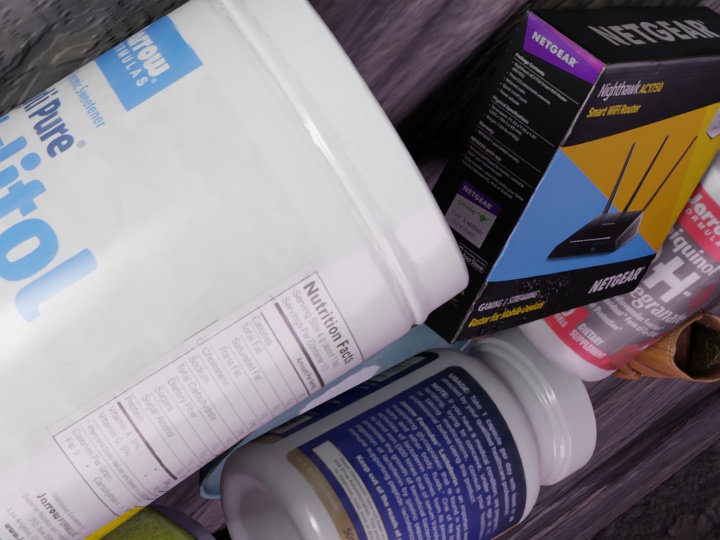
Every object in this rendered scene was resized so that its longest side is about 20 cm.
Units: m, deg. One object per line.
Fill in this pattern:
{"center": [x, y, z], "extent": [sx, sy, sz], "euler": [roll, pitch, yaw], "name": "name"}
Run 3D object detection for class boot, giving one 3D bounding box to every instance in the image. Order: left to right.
{"center": [0.178, 0.035, 1.356], "extent": [0.154, 0.074, 0.200], "euler": [10, -168, 36], "name": "boot"}

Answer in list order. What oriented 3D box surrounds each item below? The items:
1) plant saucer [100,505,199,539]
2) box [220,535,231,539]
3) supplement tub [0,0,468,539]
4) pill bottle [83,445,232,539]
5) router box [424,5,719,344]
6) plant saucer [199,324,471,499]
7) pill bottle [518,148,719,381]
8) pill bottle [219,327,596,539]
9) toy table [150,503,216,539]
{"center": [-0.177, 0.152, 1.025], "extent": [0.199, 0.048, 0.200], "euler": [-19, 179, -13], "name": "plant saucer"}
{"center": [-0.138, 0.259, 1.643], "extent": [0.200, 0.049, 0.161], "euler": [-22, 165, -41], "name": "box"}
{"center": [-0.081, 0.005, 0.696], "extent": [0.200, 0.132, 0.132], "euler": [-33, 167, -4], "name": "supplement tub"}
{"center": [-0.100, 0.040, 0.836], "extent": [0.200, 0.104, 0.104], "euler": [-35, 167, 8], "name": "pill bottle"}
{"center": [0.107, -0.050, 1.013], "extent": [0.200, 0.051, 0.149], "euler": [-13, 136, -57], "name": "router box"}
{"center": [-0.018, 0.066, 1.265], "extent": [0.200, 0.036, 0.200], "euler": [-31, 166, -9], "name": "plant saucer"}
{"center": [0.174, -0.036, 1.188], "extent": [0.200, 0.111, 0.111], "euler": [-39, 166, 23], "name": "pill bottle"}
{"center": [0.030, 0.113, 1.216], "extent": [0.200, 0.116, 0.116], "euler": [-26, 165, -27], "name": "pill bottle"}
{"center": [-0.175, 0.222, 1.204], "extent": [0.200, 0.184, 0.117], "euler": [-49, 178, 25], "name": "toy table"}
